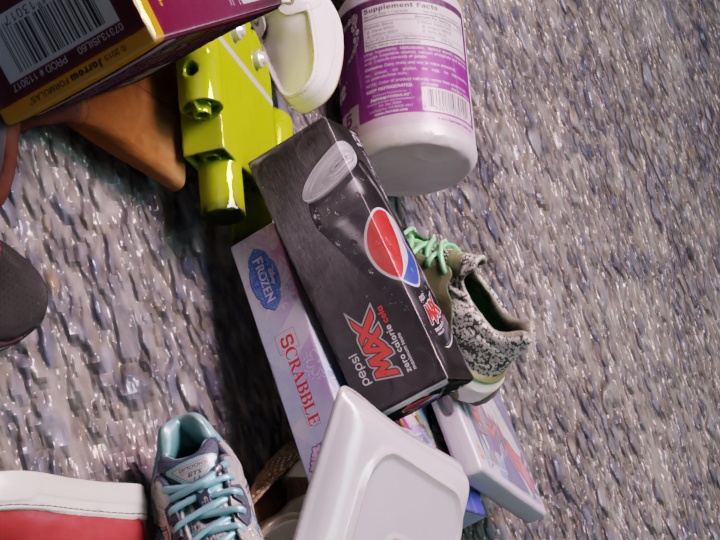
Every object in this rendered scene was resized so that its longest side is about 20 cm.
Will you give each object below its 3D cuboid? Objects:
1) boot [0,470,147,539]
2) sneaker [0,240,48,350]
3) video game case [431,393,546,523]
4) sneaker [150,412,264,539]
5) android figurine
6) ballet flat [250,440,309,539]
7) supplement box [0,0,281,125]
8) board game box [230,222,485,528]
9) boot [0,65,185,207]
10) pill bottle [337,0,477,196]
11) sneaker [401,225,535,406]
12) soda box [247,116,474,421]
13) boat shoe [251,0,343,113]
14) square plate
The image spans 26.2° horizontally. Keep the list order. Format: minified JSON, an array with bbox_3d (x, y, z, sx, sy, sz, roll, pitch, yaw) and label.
[{"bbox_3d":[-0.180,0.185,0.829,0.200,0.072,0.145,18,61,-56],"label":"boot"},{"bbox_3d":[-0.219,-0.012,0.825,0.200,0.115,0.076,23,55,-50],"label":"sneaker"},{"bbox_3d":[0.085,0.099,1.228,0.200,0.023,0.183,43,24,-63],"label":"video game case"},{"bbox_3d":[-0.094,0.151,0.897,0.200,0.077,0.087,-128,-155,-64],"label":"sneaker"},{"bbox_3d":[-0.092,-0.118,1.111,0.182,0.041,0.201,50,33,-63],"label":"android figurine"},{"bbox_3d":[-0.049,0.169,1.036,0.071,0.065,0.200,62,33,-12],"label":"ballet flat"},{"bbox_3d":[-0.142,-0.163,0.924,0.086,0.110,0.200,63,22,-6],"label":"supplement box"},{"bbox_3d":[0.002,0.083,1.115,0.200,0.041,0.200,28,37,-58],"label":"board game box"},{"bbox_3d":[-0.187,-0.090,0.982,0.200,0.068,0.189,32,38,-52],"label":"boot"},{"bbox_3d":[0.035,-0.173,1.302,0.112,0.112,0.201,25,54,-49],"label":"pill bottle"},{"bbox_3d":[0.053,-0.001,1.117,0.200,0.089,0.077,46,38,-3],"label":"sneaker"},{"bbox_3d":[0.000,0.000,1.055,0.201,0.071,0.063,64,17,13],"label":"soda box"},{"bbox_3d":[-0.067,-0.216,1.213,0.069,0.071,0.201,23,46,-49],"label":"boat shoe"},{"bbox_3d":[0.012,0.197,0.987,0.198,0.028,0.201,39,63,-55],"label":"square plate"}]
